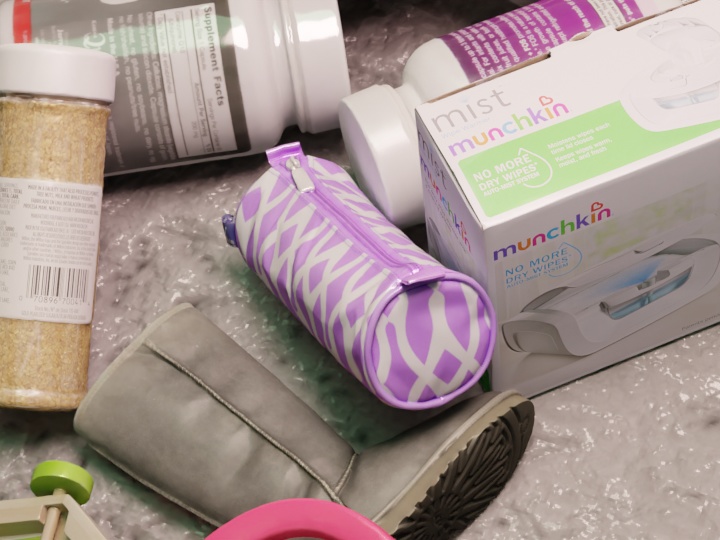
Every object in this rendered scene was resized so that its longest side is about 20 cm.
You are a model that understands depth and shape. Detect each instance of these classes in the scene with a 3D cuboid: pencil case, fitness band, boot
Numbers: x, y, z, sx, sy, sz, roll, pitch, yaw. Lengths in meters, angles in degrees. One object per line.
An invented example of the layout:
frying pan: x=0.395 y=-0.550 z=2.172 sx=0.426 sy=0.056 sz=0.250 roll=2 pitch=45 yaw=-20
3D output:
pencil case: x=0.000 y=0.000 z=1.196 sx=0.084 sy=0.086 sz=0.200 roll=-13 pitch=28 yaw=-23
fitness band: x=-0.051 y=0.208 z=1.099 sx=0.200 sy=0.037 sz=0.144 roll=-47 pitch=64 yaw=-3
boot: x=-0.031 y=0.083 z=1.205 sx=0.182 sy=0.073 sz=0.200 roll=-38 pitch=54 yaw=-22

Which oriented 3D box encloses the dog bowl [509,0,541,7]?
dog bowl: x=0.085 y=-0.243 z=1.349 sx=0.059 sy=0.200 sz=0.200 roll=-39 pitch=51 yaw=26

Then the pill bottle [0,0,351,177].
pill bottle: x=-0.109 y=-0.120 z=1.316 sx=0.200 sy=0.114 sz=0.114 roll=-9 pitch=55 yaw=-1

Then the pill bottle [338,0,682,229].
pill bottle: x=0.093 y=-0.094 z=1.280 sx=0.200 sy=0.112 sz=0.112 roll=-20 pitch=56 yaw=-9

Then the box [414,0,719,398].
box: x=0.140 y=-0.041 z=1.200 sx=0.200 sy=0.177 sz=0.097 roll=-20 pitch=56 yaw=-10

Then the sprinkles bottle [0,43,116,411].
sprinkles bottle: x=-0.177 y=-0.024 z=1.225 sx=0.068 sy=0.068 sz=0.200 roll=5 pitch=91 yaw=9

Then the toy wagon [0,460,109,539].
toy wagon: x=-0.217 y=0.179 z=1.145 sx=0.200 sy=0.040 sz=0.155 roll=-10 pitch=49 yaw=26
